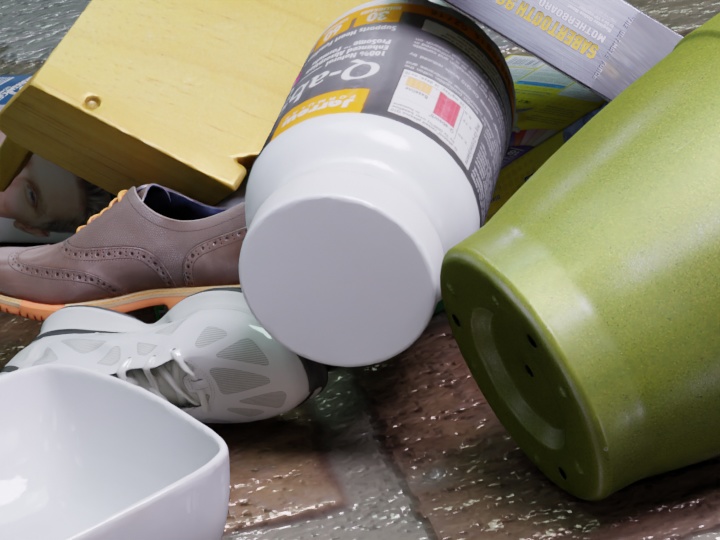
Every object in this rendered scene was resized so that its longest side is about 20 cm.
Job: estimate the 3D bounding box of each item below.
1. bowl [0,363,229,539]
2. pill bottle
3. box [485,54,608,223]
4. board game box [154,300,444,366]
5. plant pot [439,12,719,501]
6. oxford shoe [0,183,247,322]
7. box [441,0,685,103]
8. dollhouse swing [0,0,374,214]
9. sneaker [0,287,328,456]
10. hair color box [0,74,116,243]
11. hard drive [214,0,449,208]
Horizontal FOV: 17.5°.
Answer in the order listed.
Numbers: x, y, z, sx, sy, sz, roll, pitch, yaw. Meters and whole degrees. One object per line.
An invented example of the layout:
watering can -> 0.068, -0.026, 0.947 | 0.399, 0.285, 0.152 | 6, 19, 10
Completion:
bowl -> -0.170, 0.122, 1.034 | 0.200, 0.075, 0.200 | -23, 24, -29
pill bottle -> 0.008, -0.046, 1.156 | 0.116, 0.116, 0.200 | -5, 29, 16
box -> 0.067, -0.061, 1.335 | 0.200, 0.048, 0.117 | -31, 28, -35
board game box -> 0.000, 0.000, 1.333 | 0.200, 0.029, 0.135 | -26, 26, -34
plant pot -> 0.147, 0.002, 1.054 | 0.193, 0.200, 0.200 | -30, 25, -14
oxford shoe -> -0.127, -0.012, 1.274 | 0.200, 0.073, 0.071 | -1, 12, 21
box -> 0.102, -0.136, 1.231 | 0.158, 0.048, 0.200 | 32, 9, 7
dollhouse swing -> -0.105, -0.108, 1.379 | 0.182, 0.176, 0.200 | 28, 58, 6
sneaker -> -0.116, 0.070, 1.171 | 0.200, 0.076, 0.115 | -5, 29, 39
hair color box -> -0.234, -0.074, 1.549 | 0.200, 0.100, 0.061 | 0, 24, 30
hard drive -> -0.039, -0.105, 1.373 | 0.200, 0.027, 0.132 | -44, 35, -13
